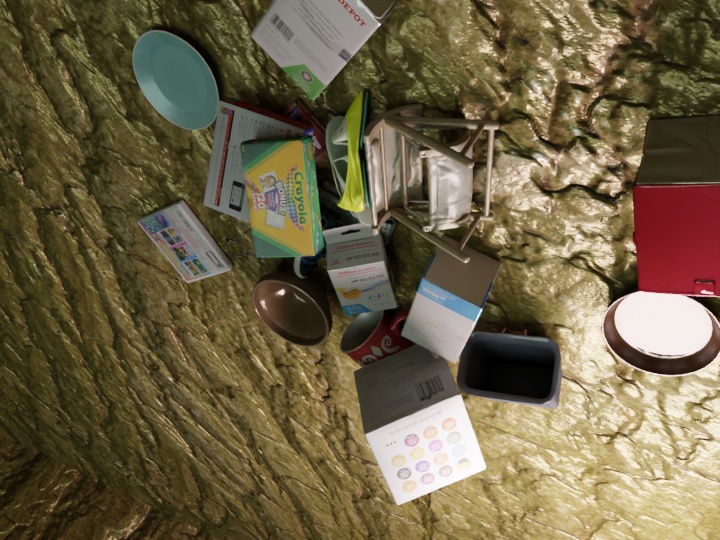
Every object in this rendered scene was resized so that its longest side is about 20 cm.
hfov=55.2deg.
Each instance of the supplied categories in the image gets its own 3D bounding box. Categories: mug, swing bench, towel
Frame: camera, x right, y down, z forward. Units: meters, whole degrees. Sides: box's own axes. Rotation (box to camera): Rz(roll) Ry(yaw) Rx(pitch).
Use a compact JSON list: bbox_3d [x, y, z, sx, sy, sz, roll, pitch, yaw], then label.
[{"bbox_3d":[0.078,0.186,1.491,0.200,0.135,0.176,46,148,-19],"label":"mug"},{"bbox_3d":[0.116,-0.152,1.150,0.196,0.130,0.202,19,138,24],"label":"swing bench"},{"bbox_3d":[-0.035,-0.079,1.393,0.196,0.035,0.195,26,141,6],"label":"towel"}]

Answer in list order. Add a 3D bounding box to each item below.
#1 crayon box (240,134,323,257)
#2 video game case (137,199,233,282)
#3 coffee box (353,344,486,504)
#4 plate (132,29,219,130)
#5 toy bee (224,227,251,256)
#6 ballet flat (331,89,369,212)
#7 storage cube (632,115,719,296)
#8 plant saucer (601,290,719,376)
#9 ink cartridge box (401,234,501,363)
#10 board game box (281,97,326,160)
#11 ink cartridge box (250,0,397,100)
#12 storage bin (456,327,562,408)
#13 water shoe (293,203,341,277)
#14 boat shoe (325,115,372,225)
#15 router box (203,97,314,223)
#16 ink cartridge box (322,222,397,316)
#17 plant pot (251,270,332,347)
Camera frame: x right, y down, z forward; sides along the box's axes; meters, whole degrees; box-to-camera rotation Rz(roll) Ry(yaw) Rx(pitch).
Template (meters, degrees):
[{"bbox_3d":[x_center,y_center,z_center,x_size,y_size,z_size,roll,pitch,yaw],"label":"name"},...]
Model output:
[{"bbox_3d":[-0.136,-0.129,1.213,0.115,0.058,0.206,-1,107,16],"label":"crayon box"},{"bbox_3d":[-0.422,-0.065,1.655,0.179,0.024,0.202,-13,122,40],"label":"video game case"},{"bbox_3d":[0.115,0.299,1.387,0.195,0.201,0.201,-22,117,2],"label":"coffee box"},{"bbox_3d":[-0.348,-0.365,1.319,0.195,0.026,0.204,17,136,17],"label":"plate"},{"bbox_3d":[-0.190,-0.125,1.383,0.195,0.110,0.133,-12,129,17],"label":"toy bee"},{"bbox_3d":[-0.017,-0.202,1.174,0.065,0.067,0.206,1,104,5],"label":"ballet flat"},{"bbox_3d":[0.473,-0.090,0.942,0.195,0.172,0.183,4,131,30],"label":"storage cube"},{"bbox_3d":[0.523,0.101,1.199,0.195,0.035,0.204,17,137,17],"label":"plant saucer"},{"bbox_3d":[0.167,0.065,1.319,0.123,0.130,0.202,26,138,8],"label":"ink cartridge box"},{"bbox_3d":[-0.136,-0.232,1.314,0.103,0.020,0.199,43,138,-12],"label":"board game box"},{"bbox_3d":[-0.058,-0.389,1.063,0.146,0.085,0.199,43,138,-13],"label":"ink cartridge box"},{"bbox_3d":[0.309,0.200,1.370,0.195,0.149,0.134,2,159,30],"label":"storage bin"},{"bbox_3d":[-0.086,-0.045,1.378,0.077,0.072,0.202,20,142,5],"label":"water shoe"},{"bbox_3d":[-0.022,-0.178,1.249,0.071,0.069,0.205,21,135,63],"label":"boat shoe"},{"bbox_3d":[-0.191,-0.191,1.273,0.175,0.049,0.205,21,112,12],"label":"router box"},{"bbox_3d":[0.000,0.000,1.352,0.112,0.069,0.202,-10,142,8],"label":"ink cartridge box"},{"bbox_3d":[-0.140,0.069,1.548,0.196,0.093,0.204,19,137,18],"label":"plant pot"}]
